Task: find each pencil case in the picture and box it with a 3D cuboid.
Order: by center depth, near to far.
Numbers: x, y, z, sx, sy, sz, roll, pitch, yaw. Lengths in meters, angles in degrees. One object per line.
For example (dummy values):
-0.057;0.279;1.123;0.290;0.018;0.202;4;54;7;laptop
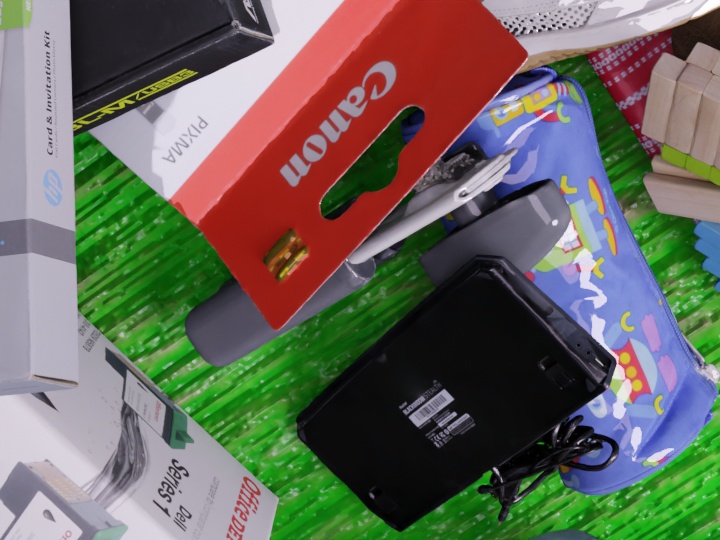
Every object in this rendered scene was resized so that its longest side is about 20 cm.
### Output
0.094;0.002;0.831;0.087;0.078;0.201;-26;101;4;pencil case

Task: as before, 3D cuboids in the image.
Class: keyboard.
0.051;0.061;0.827;0.104;0.040;0.200;47;144;0;keyboard

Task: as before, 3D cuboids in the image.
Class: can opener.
0.000;0.000;0.805;0.200;0.053;0.067;-25;99;41;can opener

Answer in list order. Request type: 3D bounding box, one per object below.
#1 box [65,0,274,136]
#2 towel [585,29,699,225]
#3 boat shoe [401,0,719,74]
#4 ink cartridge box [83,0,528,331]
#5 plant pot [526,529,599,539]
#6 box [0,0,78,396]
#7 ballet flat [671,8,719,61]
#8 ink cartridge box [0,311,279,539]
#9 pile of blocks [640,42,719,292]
-0.156;-0.151;0.781;0.193;0.047;0.201;-22;82;20;box
0.168;-0.125;0.823;0.144;0.022;0.200;-33;100;12;towel
0.089;-0.131;0.780;0.199;0.071;0.070;-18;107;12;boat shoe
-0.047;-0.100;0.777;0.160;0.047;0.200;-47;58;13;ink cartridge box
0.121;0.257;0.847;0.196;0.200;0.200;37;104;-14;plant pot
-0.191;-0.047;0.737;0.155;0.041;0.201;-6;79;20;box
0.234;-0.109;0.774;0.199;0.072;0.068;-5;105;6;ballet flat
-0.137;0.090;0.836;0.200;0.146;0.084;43;101;-8;ink cartridge box
0.181;-0.037;0.808;0.062;0.082;0.200;-54;137;-23;pile of blocks
